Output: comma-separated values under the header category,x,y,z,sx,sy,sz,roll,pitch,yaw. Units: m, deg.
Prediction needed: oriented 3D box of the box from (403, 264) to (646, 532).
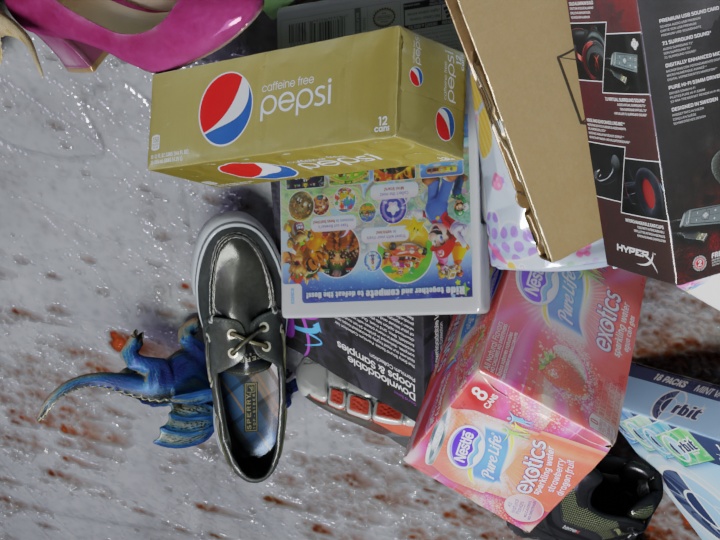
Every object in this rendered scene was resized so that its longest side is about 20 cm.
category,x,y,z,sx,sy,sz,roll,pitch,yaw
box,0.111,0.049,0.859,0.094,0.200,0.103,30,132,-5

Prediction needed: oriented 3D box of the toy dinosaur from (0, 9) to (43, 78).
category,x,y,z,sx,sy,sz,roll,pitch,yaw
toy dinosaur,-0.269,-0.180,0.912,0.200,0.058,0.101,8,133,45

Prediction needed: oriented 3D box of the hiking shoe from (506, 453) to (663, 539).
category,x,y,z,sx,sy,sz,roll,pitch,yaw
hiking shoe,0.183,0.186,0.994,0.100,0.076,0.200,-15,144,30

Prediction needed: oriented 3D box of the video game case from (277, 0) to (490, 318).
category,x,y,z,sx,sy,sz,roll,pitch,yaw
video game case,0.012,-0.072,0.834,0.143,0.018,0.201,-3,87,30

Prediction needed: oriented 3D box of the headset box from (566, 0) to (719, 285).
category,x,y,z,sx,sy,sz,roll,pitch,yaw
headset box,0.191,-0.110,0.687,0.148,0.075,0.201,-14,103,-17

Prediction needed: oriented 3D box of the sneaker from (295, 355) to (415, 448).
category,x,y,z,sx,sy,sz,roll,pitch,yaw
sneaker,0.044,0.116,1.022,0.199,0.077,0.082,16,136,9

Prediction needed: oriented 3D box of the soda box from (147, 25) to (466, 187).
category,x,y,z,sx,sy,sz,roll,pitch,yaw
soda box,-0.036,-0.093,0.803,0.199,0.064,0.068,-4,170,39

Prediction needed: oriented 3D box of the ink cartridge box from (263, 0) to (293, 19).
category,x,y,z,sx,sy,sz,roll,pitch,yaw
ink cartridge box,-0.088,-0.252,0.802,0.200,0.048,0.145,45,128,-14

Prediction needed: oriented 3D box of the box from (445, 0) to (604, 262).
category,x,y,z,sx,sy,sz,roll,pitch,yaw
box,0.157,-0.120,0.728,0.199,0.021,0.164,-26,107,-11

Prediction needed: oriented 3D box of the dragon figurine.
category,x,y,z,sx,sy,sz,roll,pitch,yaw
dragon figurine,-0.138,0.095,1.029,0.099,0.200,0.059,48,131,29

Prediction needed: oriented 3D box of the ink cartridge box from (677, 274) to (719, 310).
category,x,y,z,sx,sy,sz,roll,pitch,yaw
ink cartridge box,0.243,-0.038,0.831,0.200,0.067,0.117,30,130,-2

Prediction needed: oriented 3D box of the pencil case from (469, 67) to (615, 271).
category,x,y,z,sx,sy,sz,roll,pitch,yaw
pencil case,0.109,-0.098,0.773,0.090,0.083,0.201,-8,100,-16

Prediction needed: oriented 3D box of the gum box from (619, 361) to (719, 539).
category,x,y,z,sx,sy,sz,roll,pitch,yaw
gum box,0.273,0.159,0.926,0.200,0.045,0.170,52,165,-21

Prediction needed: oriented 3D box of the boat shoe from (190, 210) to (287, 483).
category,x,y,z,sx,sy,sz,roll,pitch,yaw
boat shoe,-0.080,0.058,0.962,0.068,0.057,0.201,-8,113,-10

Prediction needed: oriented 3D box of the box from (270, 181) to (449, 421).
category,x,y,z,sx,sy,sz,roll,pitch,yaw
box,0.000,0.000,0.936,0.143,0.036,0.201,29,136,34

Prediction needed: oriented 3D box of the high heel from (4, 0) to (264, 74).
category,x,y,z,sx,sy,sz,roll,pitch,yaw
high heel,-0.152,-0.180,0.855,0.200,0.067,0.096,5,141,44
